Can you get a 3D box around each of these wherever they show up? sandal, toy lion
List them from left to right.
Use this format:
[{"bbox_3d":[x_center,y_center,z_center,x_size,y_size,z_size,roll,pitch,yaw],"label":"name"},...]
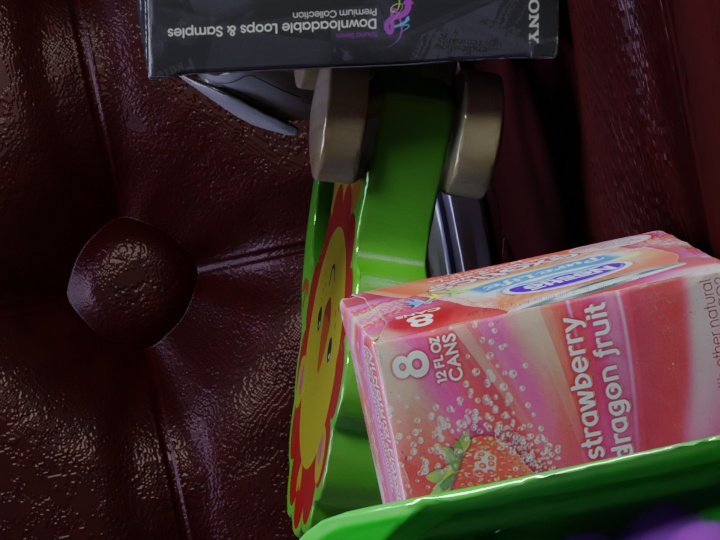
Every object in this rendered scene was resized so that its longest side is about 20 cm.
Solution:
[{"bbox_3d":[-0.034,-0.092,1.157,0.059,0.206,0.079,-52,48,22],"label":"sandal"},{"bbox_3d":[0.000,0.000,0.954,0.200,0.068,0.193,-102,21,-69],"label":"toy lion"}]

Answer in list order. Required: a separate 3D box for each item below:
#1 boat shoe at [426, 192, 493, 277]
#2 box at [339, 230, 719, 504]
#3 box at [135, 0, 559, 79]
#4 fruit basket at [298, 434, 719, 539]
[{"bbox_3d":[0.032,-0.013,1.254,0.072,0.062,0.201,86,172,-71],"label":"boat shoe"},{"bbox_3d":[0.064,0.098,0.697,0.095,0.102,0.201,-122,21,-82],"label":"box"},{"bbox_3d":[-0.013,-0.115,0.929,0.200,0.142,0.036,-110,17,-67],"label":"box"},{"bbox_3d":[0.071,0.129,0.422,0.216,0.155,0.217,-13,-90,-75],"label":"fruit basket"}]
